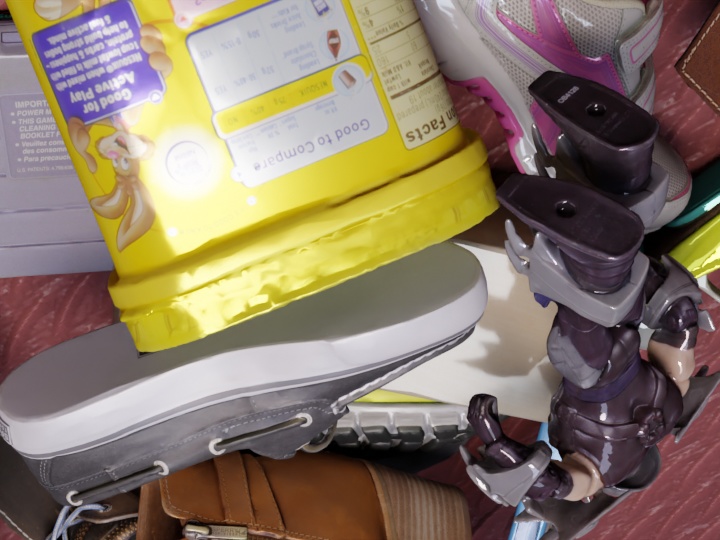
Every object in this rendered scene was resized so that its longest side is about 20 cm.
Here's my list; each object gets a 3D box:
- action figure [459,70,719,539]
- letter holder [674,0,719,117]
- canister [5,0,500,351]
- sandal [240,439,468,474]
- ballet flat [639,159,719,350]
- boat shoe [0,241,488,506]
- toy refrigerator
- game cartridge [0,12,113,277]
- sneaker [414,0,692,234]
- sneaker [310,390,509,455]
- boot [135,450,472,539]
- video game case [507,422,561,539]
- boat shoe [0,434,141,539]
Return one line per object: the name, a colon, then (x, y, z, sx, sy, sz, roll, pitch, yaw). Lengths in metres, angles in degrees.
action figure: (0.091, 0.025, 0.748, 0.069, 0.130, 0.201, 20, 144, 26)
letter holder: (0.243, -0.109, 0.743, 0.100, 0.142, 0.200, -12, 144, -42)
canister: (-0.051, -0.092, 0.706, 0.148, 0.087, 0.201, -22, 101, -2)
sandal: (-0.040, 0.096, 0.967, 0.200, 0.076, 0.043, -31, 133, 6)
ballet flat: (0.144, -0.002, 0.897, 0.199, 0.067, 0.067, -29, 110, 15)
boat shoe: (-0.041, 0.047, 0.763, 0.199, 0.070, 0.066, -19, 123, 2)
toy refrigerator: (0.000, 0.000, 0.822, 0.199, 0.070, 0.076, 12, 113, -13)
game cartridge: (-0.093, -0.056, 0.838, 0.199, 0.038, 0.130, -4, 130, -5)
sneaker: (0.092, -0.089, 0.801, 0.088, 0.082, 0.200, -30, 131, 21)
sneaker: (-0.019, 0.038, 0.899, 0.199, 0.091, 0.078, 3, 166, -5)
boot: (-0.023, 0.169, 0.835, 0.154, 0.201, 0.074, 10, 139, -22)
video game case: (0.076, 0.152, 0.933, 0.018, 0.143, 0.201, 17, 95, 9)
boat shoe: (-0.111, 0.125, 0.918, 0.199, 0.072, 0.073, 25, 100, 19)
